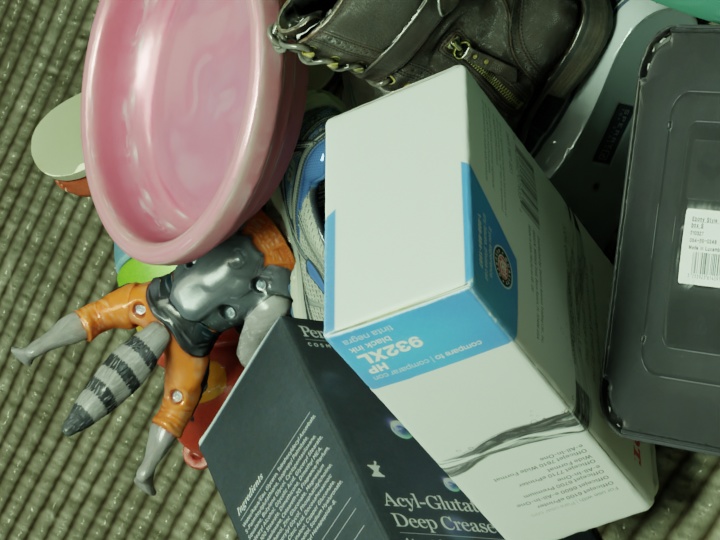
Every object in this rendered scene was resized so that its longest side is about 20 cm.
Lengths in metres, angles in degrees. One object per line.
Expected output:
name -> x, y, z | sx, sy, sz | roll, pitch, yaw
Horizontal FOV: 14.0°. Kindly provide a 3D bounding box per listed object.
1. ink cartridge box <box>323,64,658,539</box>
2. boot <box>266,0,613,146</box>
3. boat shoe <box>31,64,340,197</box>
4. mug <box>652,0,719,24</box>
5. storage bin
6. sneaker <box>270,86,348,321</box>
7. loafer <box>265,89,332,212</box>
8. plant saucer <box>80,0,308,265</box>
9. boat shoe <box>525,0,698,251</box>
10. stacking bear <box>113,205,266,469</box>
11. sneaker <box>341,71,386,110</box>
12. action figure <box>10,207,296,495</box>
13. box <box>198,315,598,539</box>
ink cartridge box -> 0.065, 0.022, 1.460 | 0.083, 0.200, 0.146 | -21, 45, 21
boot -> 0.020, -0.101, 1.486 | 0.201, 0.174, 0.069 | -57, 45, 18
boat shoe -> -0.095, -0.093, 1.726 | 0.199, 0.063, 0.072 | -21, 63, 18
mug -> 0.187, -0.199, 1.423 | 0.185, 0.114, 0.153 | -75, 5, -70
storage bin -> 0.198, -0.011, 1.401 | 0.135, 0.093, 0.201 | 8, 90, 55
sneaker -> 0.000, 0.000, 1.630 | 0.085, 0.077, 0.201 | 35, 151, 60
loafer -> -0.023, -0.059, 1.759 | 0.072, 0.063, 0.201 | -24, 82, 39
plant saucer -> -0.088, -0.102, 1.620 | 0.200, 0.051, 0.202 | -12, 76, 56
boat shoe -> 0.105, -0.076, 1.573 | 0.201, 0.071, 0.091 | -61, 40, 18
stacking bear -> -0.095, 0.018, 1.804 | 0.121, 0.114, 0.201 | -15, 73, 11
sneaker -> 0.039, -0.059, 1.673 | 0.201, 0.070, 0.081 | -116, 31, -42
action figure -> -0.077, 0.043, 1.699 | 0.193, 0.105, 0.200 | -44, 79, 5
box -> 0.026, 0.135, 1.575 | 0.107, 0.148, 0.200 | -58, 43, 31
